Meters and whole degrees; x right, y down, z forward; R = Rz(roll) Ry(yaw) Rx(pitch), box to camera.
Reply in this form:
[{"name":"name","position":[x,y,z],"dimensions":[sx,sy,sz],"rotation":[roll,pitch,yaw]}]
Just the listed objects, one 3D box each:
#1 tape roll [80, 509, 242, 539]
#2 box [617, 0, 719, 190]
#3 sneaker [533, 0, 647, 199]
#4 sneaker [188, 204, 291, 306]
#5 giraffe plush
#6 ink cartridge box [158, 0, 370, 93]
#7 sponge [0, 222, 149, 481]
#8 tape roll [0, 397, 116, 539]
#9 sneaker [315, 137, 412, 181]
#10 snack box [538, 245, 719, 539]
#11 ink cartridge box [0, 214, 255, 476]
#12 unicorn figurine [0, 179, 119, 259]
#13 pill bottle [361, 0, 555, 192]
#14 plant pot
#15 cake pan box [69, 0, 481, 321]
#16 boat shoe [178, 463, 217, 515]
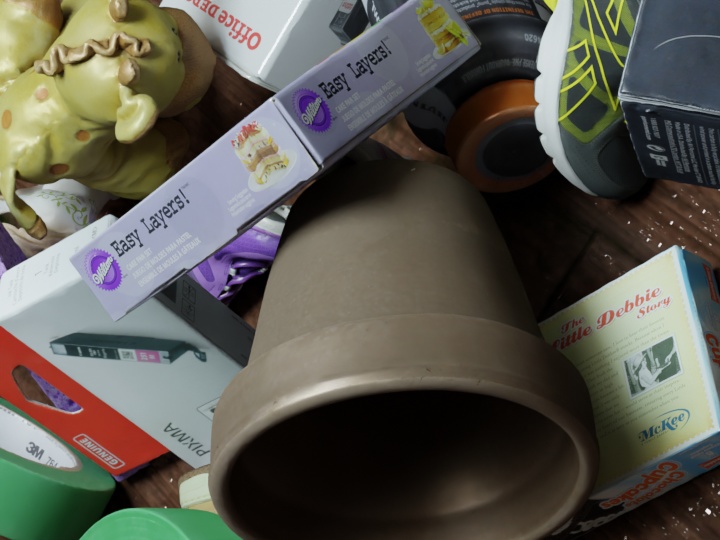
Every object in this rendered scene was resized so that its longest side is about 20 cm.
[{"name":"tape roll","position":[-0.119,0.243,1.364],"dimensions":[0.200,0.048,0.201],"rotation":[-9,78,50]},{"name":"box","position":[0.247,-0.137,1.108],"dimensions":[0.196,0.124,0.200],"rotation":[12,77,17]},{"name":"sneaker","position":[0.144,-0.120,1.240],"dimensions":[0.085,0.200,0.074],"rotation":[19,44,35]},{"name":"sneaker","position":[-0.092,-0.001,1.505],"dimensions":[0.200,0.081,0.084],"rotation":[-14,74,52]},{"name":"giraffe plush","position":[-0.167,-0.130,1.484],"dimensions":[0.162,0.200,0.173],"rotation":[-29,94,47]},{"name":"ink cartridge box","position":[-0.028,-0.221,1.528],"dimensions":[0.144,0.084,0.200],"rotation":[38,98,48]},{"name":"sponge","position":[-0.207,0.043,1.496],"dimensions":[0.030,0.200,0.112],"rotation":[-30,45,-1]},{"name":"tape roll","position":[-0.260,0.116,1.507],"dimensions":[0.200,0.200,0.048],"rotation":[30,93,49]},{"name":"sneaker","position":[0.000,0.000,1.366],"dimensions":[0.081,0.088,0.200],"rotation":[-34,41,30]},{"name":"snack box","position":[0.117,0.083,1.255],"dimensions":[0.200,0.037,0.116],"rotation":[-32,51,32]},{"name":"ink cartridge box","position":[-0.152,0.066,1.406],"dimensions":[0.173,0.200,0.044],"rotation":[-27,42,26]},{"name":"unicorn figurine","position":[-0.207,-0.061,1.606],"dimensions":[0.137,0.074,0.200],"rotation":[-5,44,14]},{"name":"pill bottle","position":[0.064,-0.140,1.372],"dimensions":[0.106,0.106,0.200],"rotation":[-40,45,25]},{"name":"plant pot","position":[0.018,0.042,1.210],"dimensions":[0.200,0.200,0.175],"rotation":[-32,45,31]},{"name":"cake pan box","position":[-0.048,-0.064,1.270],"dimensions":[0.200,0.184,0.052],"rotation":[-35,92,42]},{"name":"boat shoe","position":[-0.035,0.143,1.369],"dimensions":[0.200,0.072,0.076],"rotation":[-24,67,51]}]
